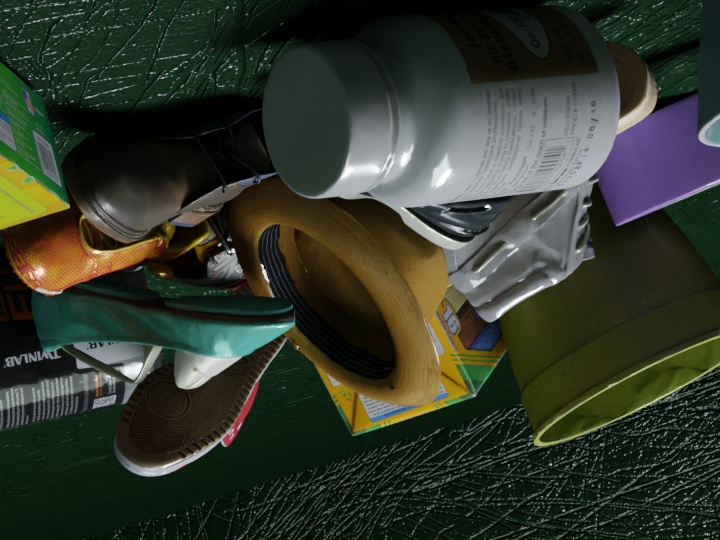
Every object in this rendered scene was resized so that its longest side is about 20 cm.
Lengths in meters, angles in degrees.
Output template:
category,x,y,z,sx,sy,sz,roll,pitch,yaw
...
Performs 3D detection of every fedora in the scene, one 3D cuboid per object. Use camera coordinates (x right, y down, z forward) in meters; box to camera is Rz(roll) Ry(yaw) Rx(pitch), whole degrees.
category,x,y,z,sx,sy,sz,roll,pitch,yaw
fedora,0.000,0.000,1.627,0.082,0.201,0.201,-45,-176,-26

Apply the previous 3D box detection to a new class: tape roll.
category,x,y,z,sx,sy,sz,roll,pitch,yaw
tape roll,0.269,-0.101,1.785,0.199,0.066,0.200,-23,177,-1

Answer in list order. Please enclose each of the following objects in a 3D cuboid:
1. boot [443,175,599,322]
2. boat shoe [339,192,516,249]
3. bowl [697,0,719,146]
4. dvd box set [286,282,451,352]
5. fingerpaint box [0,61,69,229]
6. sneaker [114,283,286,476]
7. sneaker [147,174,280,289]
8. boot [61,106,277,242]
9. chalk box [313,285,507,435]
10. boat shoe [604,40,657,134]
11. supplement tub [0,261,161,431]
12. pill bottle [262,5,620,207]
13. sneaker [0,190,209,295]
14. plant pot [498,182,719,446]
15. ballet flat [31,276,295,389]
category,x,y,z,sx,sy,sz,roll,pitch,yaw
boot,0.140,-0.051,1.704,0.200,0.096,0.074,-38,-171,-3
boat shoe,0.027,-0.075,1.544,0.066,0.075,0.199,-27,137,33
bowl,0.291,-0.158,1.497,0.200,0.105,0.201,-15,169,-3
dvd box set,0.026,-0.005,1.829,0.200,0.029,0.146,-31,-162,-12
fingerpaint box,-0.264,-0.061,1.287,0.166,0.074,0.200,-17,169,5
sneaker,-0.124,0.103,1.736,0.200,0.071,0.113,-48,174,-45
sneaker,-0.078,-0.027,1.733,0.082,0.078,0.200,-3,164,-44
boot,-0.109,-0.072,1.502,0.097,0.075,0.200,-29,176,19
chalk box,0.050,0.028,1.994,0.124,0.124,0.200,-21,-167,29
boat shoe,0.121,-0.103,1.614,0.199,0.074,0.069,-12,162,40
supplement tub,-0.256,0.054,1.779,0.199,0.123,0.123,-13,170,-18
pill bottle,0.047,-0.097,1.436,0.199,0.115,0.114,-8,168,-36
sneaker,-0.172,-0.032,1.613,0.077,0.073,0.200,-20,180,27
plant pot,0.187,0.009,1.940,0.200,0.194,0.200,-24,167,-6
ballet flat,-0.135,0.045,1.655,0.199,0.071,0.067,7,-170,21
